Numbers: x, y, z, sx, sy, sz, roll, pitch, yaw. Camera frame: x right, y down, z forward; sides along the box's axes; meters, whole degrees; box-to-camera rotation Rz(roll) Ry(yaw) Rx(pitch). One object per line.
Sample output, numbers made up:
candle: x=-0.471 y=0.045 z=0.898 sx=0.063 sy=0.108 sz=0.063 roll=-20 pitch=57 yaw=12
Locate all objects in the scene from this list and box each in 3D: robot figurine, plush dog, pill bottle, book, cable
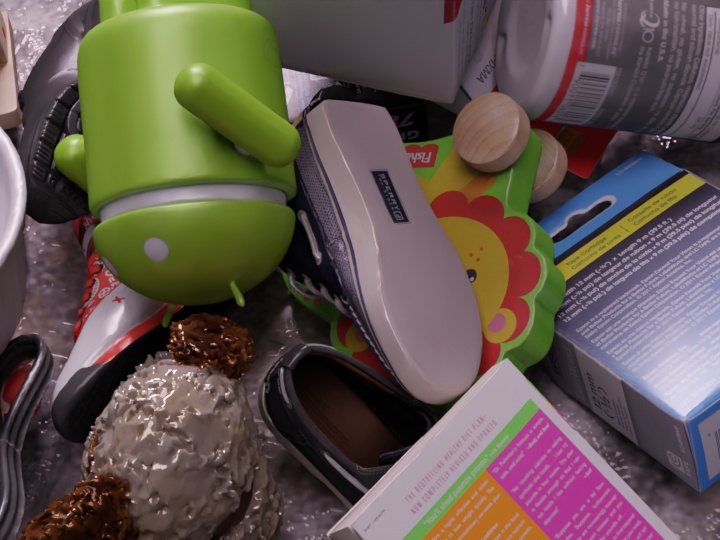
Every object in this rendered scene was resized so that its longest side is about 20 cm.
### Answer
robot figurine: x=-0.097 y=-0.072 z=0.971 sx=0.116 sy=0.175 sz=0.200 roll=1 pitch=79 yaw=-37
plush dog: x=-0.099 y=0.120 z=0.928 sx=0.160 sy=0.172 sz=0.200 roll=19 pitch=60 yaw=18
pill bottle: x=0.194 y=-0.139 z=1.073 sx=0.200 sy=0.114 sz=0.114 roll=5 pitch=55 yaw=-15
book: x=0.100 y=0.162 z=0.904 sx=0.134 sy=0.048 sz=0.200 roll=-43 pitch=90 yaw=-21
cable: x=-0.196 y=0.103 z=0.973 sx=0.097 sy=0.050 sz=0.200 roll=-42 pitch=31 yaw=1

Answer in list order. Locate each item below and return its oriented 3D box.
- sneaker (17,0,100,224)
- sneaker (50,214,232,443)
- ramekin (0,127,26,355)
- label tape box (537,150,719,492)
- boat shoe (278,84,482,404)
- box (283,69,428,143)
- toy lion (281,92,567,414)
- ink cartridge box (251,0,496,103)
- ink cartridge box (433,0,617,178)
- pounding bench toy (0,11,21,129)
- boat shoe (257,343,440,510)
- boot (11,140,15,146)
sneaker: x=-0.180 y=-0.099 z=1.098 sx=0.091 sy=0.076 sz=0.200 roll=-22 pitch=35 yaw=33
sneaker: x=-0.149 y=0.012 z=1.072 sx=0.108 sy=0.067 sz=0.201 roll=27 pitch=61 yaw=25
ramekin: x=-0.287 y=-0.008 z=0.997 sx=0.200 sy=0.098 sz=0.201 roll=1 pitch=53 yaw=-1
label tape box: x=0.183 y=0.022 z=1.017 sx=0.143 sy=0.066 sz=0.200 roll=-34 pitch=38 yaw=-15
boat shoe: x=0.000 y=0.000 z=0.996 sx=0.075 sy=0.093 sz=0.200 roll=3 pitch=58 yaw=-38
box: x=-0.063 y=-0.164 z=1.187 sx=0.198 sy=0.050 sz=0.200 roll=-9 pitch=57 yaw=1
toy lion: x=0.033 y=-0.006 z=1.041 sx=0.200 sy=0.069 sz=0.192 roll=2 pitch=69 yaw=35
ink cartridge box: x=0.019 y=-0.230 z=1.047 sx=0.144 sy=0.145 sz=0.200 roll=13 pitch=52 yaw=13
ink cartridge box: x=0.097 y=-0.168 z=1.138 sx=0.200 sy=0.050 sz=0.161 roll=28 pitch=56 yaw=12
pounding bench toy: x=-0.345 y=-0.169 z=1.145 sx=0.200 sy=0.156 sz=0.124 roll=-14 pitch=42 yaw=-3
boat shoe: x=0.031 y=0.113 z=0.955 sx=0.200 sy=0.068 sz=0.072 roll=39 pitch=63 yaw=1
boot: x=-0.263 y=-0.003 z=1.088 sx=0.090 sy=0.073 sz=0.200 roll=-11 pitch=55 yaw=7
